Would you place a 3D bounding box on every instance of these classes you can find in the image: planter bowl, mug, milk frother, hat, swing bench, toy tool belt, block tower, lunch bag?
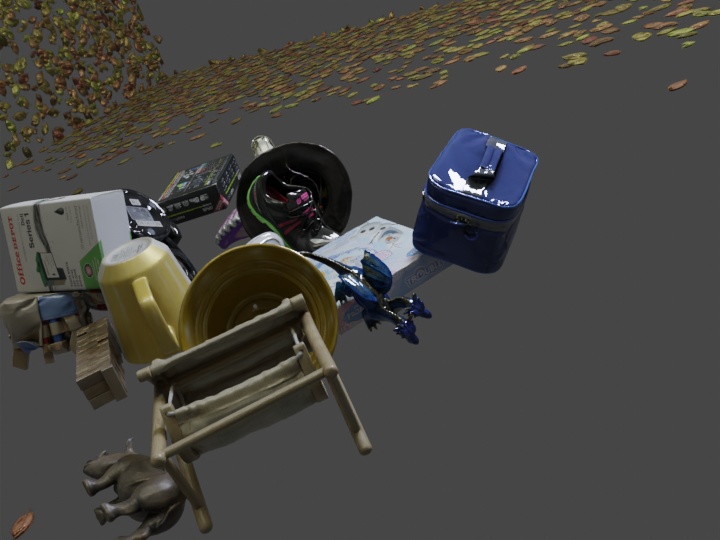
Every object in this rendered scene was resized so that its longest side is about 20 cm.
[{"bbox_3d":[-0.125,0.073,1.043,0.198,0.203,0.084,-23,-11,-4],"label":"planter bowl"},{"bbox_3d":[-0.309,0.037,1.236,0.185,0.155,0.149,3,33,41],"label":"mug"},{"bbox_3d":[-0.389,0.002,1.413,0.188,0.179,0.201,-48,46,27],"label":"milk frother"},{"bbox_3d":[-0.111,-0.124,1.405,0.198,0.203,0.081,-20,6,2],"label":"hat"},{"bbox_3d":[-0.121,0.132,0.879,0.197,0.131,0.201,-26,37,-6],"label":"swing bench"},{"bbox_3d":[-0.486,0.092,1.349,0.197,0.125,0.125,-8,10,0],"label":"toy tool belt"},{"bbox_3d":[-0.388,0.134,1.222,0.057,0.055,0.200,-27,24,-10],"label":"block tower"},{"bbox_3d":[0.155,-0.101,1.112,0.134,0.134,0.201,18,37,11],"label":"lunch bag"}]

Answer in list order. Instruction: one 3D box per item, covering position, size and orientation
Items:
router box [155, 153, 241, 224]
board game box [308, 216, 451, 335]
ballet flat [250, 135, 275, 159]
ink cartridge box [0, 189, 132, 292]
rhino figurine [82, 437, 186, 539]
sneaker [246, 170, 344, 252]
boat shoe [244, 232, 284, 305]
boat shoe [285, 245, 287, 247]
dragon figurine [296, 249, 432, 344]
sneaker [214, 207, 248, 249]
[{"bbox_3d":[-0.356,-0.180,1.822,0.148,0.063,0.201,-15,25,11],"label":"router box"},{"bbox_3d":[0.000,0.000,1.192,0.199,0.044,0.198,-31,25,-19],"label":"board game box"},{"bbox_3d":[-0.222,-0.270,1.896,0.067,0.064,0.200,-24,25,-6],"label":"ballet flat"},{"bbox_3d":[-0.471,-0.045,1.324,0.197,0.148,0.084,-4,11,25],"label":"ink cartridge box"},{"bbox_3d":[-0.253,0.235,0.899,0.087,0.061,0.199,-22,20,-28],"label":"rhino figurine"},{"bbox_3d":[-0.098,-0.084,1.307,0.199,0.084,0.077,36,47,7],"label":"sneaker"},{"bbox_3d":[-0.163,0.016,1.227,0.065,0.073,0.201,-26,30,52],"label":"boat shoe"},{"bbox_3d":[-0.192,0.017,1.293,0.068,0.072,0.200,-25,21,50],"label":"boat shoe"},{"bbox_3d":[0.005,0.018,1.035,0.059,0.200,0.100,-43,-7,-23],"label":"dragon figurine"},{"bbox_3d":[-0.182,-0.094,1.498,0.199,0.089,0.081,-38,19,21],"label":"sneaker"}]
